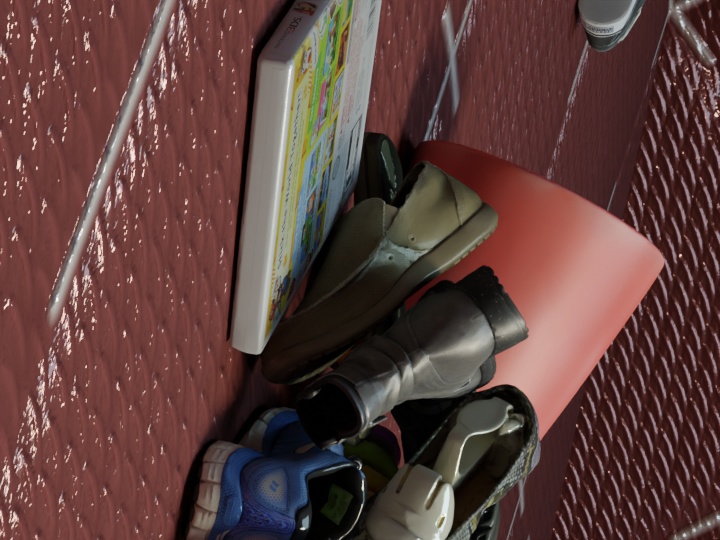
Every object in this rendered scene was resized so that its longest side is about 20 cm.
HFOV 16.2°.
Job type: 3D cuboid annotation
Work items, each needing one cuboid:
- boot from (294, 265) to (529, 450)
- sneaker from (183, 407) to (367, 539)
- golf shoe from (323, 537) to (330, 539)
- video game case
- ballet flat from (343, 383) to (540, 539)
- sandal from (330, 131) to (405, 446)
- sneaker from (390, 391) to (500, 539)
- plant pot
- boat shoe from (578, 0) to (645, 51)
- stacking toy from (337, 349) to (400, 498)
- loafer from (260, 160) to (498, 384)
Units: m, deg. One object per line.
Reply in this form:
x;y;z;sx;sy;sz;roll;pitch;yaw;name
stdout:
0.016;0.061;1.509;0.131;0.070;0.200;-31;170;-14;boot
-0.038;0.136;1.514;0.200;0.089;0.079;-30;136;-75;sneaker
-0.046;0.243;1.459;0.078;0.094;0.200;-18;143;-51;golf shoe
-0.028;-0.082;1.439;0.182;0.023;0.200;-62;164;-51;video game case
0.045;0.131;1.519;0.200;0.072;0.072;-44;151;-41;ballet flat
-0.004;0.012;1.625;0.080;0.057;0.202;25;65;-78;sandal
0.061;0.144;1.634;0.200;0.076;0.091;-87;164;-47;sneaker
0.092;0.028;1.811;0.178;0.200;0.200;-64;168;-6;plant pot
0.275;-0.309;2.532;0.068;0.073;0.200;73;34;-63;boat shoe
-0.013;0.137;1.672;0.116;0.109;0.200;87;10;-52;stacking toy
0.000;0.000;1.539;0.200;0.067;0.076;-37;178;-39;loafer
